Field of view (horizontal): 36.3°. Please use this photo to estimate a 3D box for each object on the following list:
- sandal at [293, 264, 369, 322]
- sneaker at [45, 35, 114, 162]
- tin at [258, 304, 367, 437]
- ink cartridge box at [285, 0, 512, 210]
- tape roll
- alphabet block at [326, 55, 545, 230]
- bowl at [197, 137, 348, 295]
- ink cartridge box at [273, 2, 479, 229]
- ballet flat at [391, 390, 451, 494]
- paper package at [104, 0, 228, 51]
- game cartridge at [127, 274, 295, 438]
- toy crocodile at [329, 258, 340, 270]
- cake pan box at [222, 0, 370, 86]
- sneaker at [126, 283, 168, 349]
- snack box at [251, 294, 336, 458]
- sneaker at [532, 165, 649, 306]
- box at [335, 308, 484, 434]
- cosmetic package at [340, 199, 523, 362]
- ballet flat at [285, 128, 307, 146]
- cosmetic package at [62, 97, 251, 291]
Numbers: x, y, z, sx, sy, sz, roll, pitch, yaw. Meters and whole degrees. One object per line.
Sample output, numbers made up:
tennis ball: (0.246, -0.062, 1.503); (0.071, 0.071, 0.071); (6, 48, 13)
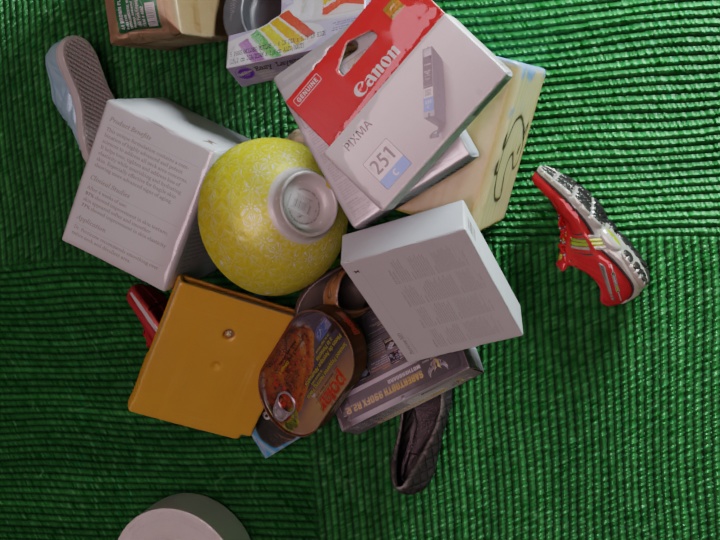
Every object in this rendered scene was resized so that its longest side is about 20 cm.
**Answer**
sandal: (-0.006, 0.030, 1.394); (0.199, 0.055, 0.082); (-27, 100, 21)
sneaker: (-0.390, -0.227, 1.550); (0.082, 0.074, 0.201); (-2, 103, 48)
tin: (-0.061, 0.129, 1.404); (0.112, 0.042, 0.200); (49, 129, 20)
ink cartridge box: (0.033, -0.195, 1.182); (0.176, 0.045, 0.200); (45, 106, 9)
tape roll: (-0.253, 0.428, 1.585); (0.201, 0.071, 0.203); (2, 98, 17)
alphabet block: (0.094, -0.174, 1.332); (0.196, 0.195, 0.201); (18, 103, 16)
bowl: (-0.088, -0.074, 1.341); (0.108, 0.200, 0.201); (-13, 94, 58)
ink cartridge box: (0.016, -0.172, 1.239); (0.160, 0.047, 0.201); (-31, 82, 19)
ballet flat: (0.080, 0.194, 1.442); (0.066, 0.057, 0.201); (6, 87, 21)
paper package: (-0.250, -0.390, 1.409); (0.103, 0.191, 0.201); (-4, 97, 18)
game cartridge: (-0.193, 0.119, 1.459); (0.176, 0.032, 0.201); (19, 110, -20)
toy crocodile: (0.000, 0.000, 1.449); (0.200, 0.068, 0.062); (-35, 93, 19)
cake pan box: (-0.076, -0.337, 1.394); (0.199, 0.052, 0.185); (-8, 63, 20)
sneaker: (-0.290, 0.125, 1.553); (0.115, 0.078, 0.200); (-39, 84, 17)
snack box: (-0.134, 0.145, 1.527); (0.116, 0.037, 0.200); (-33, 87, 18)
sneaker: (0.269, -0.040, 1.358); (0.085, 0.077, 0.200); (-39, 85, 23)
box: (0.043, 0.100, 1.427); (0.200, 0.048, 0.159); (-30, 65, 21)
cosmetic package: (0.086, 0.018, 1.279); (0.150, 0.052, 0.200); (-17, 135, 18)
ballet flat: (-0.094, -0.090, 1.472); (0.066, 0.057, 0.201); (15, 102, 14)
cosmetic package: (-0.261, -0.105, 1.464); (0.167, 0.166, 0.201); (26, 105, 12)
